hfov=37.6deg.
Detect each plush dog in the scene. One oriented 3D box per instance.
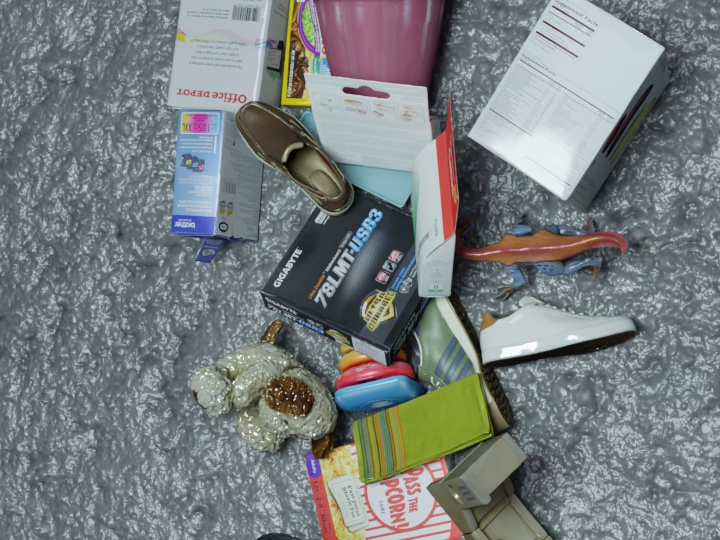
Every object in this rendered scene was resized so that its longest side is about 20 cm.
[{"bbox_3d":[-0.099,0.165,1.397,0.170,0.200,0.161,28,76,35],"label":"plush dog"}]

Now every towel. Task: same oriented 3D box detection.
[{"bbox_3d":[0.075,0.204,1.360,0.198,0.018,0.087,-26,61,26],"label":"towel"}]

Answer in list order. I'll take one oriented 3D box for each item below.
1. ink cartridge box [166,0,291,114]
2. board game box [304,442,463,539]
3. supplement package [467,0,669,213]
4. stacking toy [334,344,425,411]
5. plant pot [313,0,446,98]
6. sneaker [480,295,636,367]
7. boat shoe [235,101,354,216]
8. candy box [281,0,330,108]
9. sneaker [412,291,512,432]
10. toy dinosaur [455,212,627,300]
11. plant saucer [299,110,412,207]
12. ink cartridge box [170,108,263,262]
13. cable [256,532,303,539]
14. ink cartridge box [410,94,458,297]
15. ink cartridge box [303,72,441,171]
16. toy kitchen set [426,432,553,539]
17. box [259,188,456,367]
[{"bbox_3d":[-0.183,-0.319,1.504,0.142,0.084,0.204,8,91,19],"label":"ink cartridge box"},{"bbox_3d":[0.036,0.300,1.427,0.197,0.046,0.154,-17,83,18],"label":"board game box"},{"bbox_3d":[0.259,-0.199,1.287,0.146,0.191,0.202,35,100,16],"label":"supplement package"},{"bbox_3d":[0.012,0.081,1.424,0.108,0.116,0.204,-14,73,16],"label":"stacking toy"},{"bbox_3d":[0.027,-0.319,1.385,0.196,0.200,0.182,4,106,19],"label":"plant pot"},{"bbox_3d":[0.247,0.065,1.347,0.196,0.073,0.086,-9,70,11],"label":"sneaker"},{"bbox_3d":[-0.087,-0.158,1.398,0.202,0.075,0.075,40,87,8],"label":"boat shoe"},{"bbox_3d":[-0.054,-0.331,1.490,0.100,0.026,0.204,5,90,16],"label":"candy box"},{"bbox_3d":[0.121,0.131,1.395,0.089,0.067,0.203,-30,75,18],"label":"sneaker"},{"bbox_3d":[0.209,-0.040,1.329,0.178,0.200,0.107,3,71,-12],"label":"toy dinosaur"},{"bbox_3d":[-0.010,-0.152,1.462,0.198,0.019,0.071,27,74,19],"label":"plant saucer"},{"bbox_3d":[-0.197,-0.113,1.475,0.075,0.136,0.204,2,89,21],"label":"ink cartridge box"},{"bbox_3d":[-0.062,0.407,1.406,0.197,0.164,0.051,21,61,19],"label":"cable"},{"bbox_3d":[0.090,-0.088,1.301,0.049,0.201,0.163,-3,56,1],"label":"ink cartridge box"},{"bbox_3d":[0.020,-0.200,1.358,0.157,0.201,0.048,9,65,12],"label":"ink cartridge box"},{"bbox_3d":[0.158,0.336,1.275,0.163,0.181,0.201,-39,84,-18],"label":"toy kitchen set"},{"bbox_3d":[0.000,0.000,1.399,0.196,0.050,0.201,25,63,18],"label":"box"}]
